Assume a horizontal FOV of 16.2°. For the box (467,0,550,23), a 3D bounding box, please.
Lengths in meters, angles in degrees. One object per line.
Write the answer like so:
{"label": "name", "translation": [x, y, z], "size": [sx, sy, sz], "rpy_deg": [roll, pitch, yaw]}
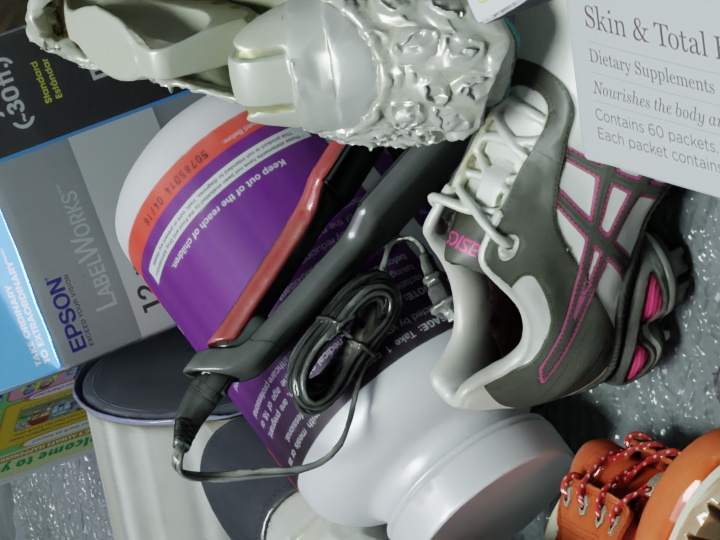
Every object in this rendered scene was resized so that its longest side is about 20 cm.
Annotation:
{"label": "box", "translation": [0.062, -0.194, 0.769], "size": [0.101, 0.112, 0.200], "rpy_deg": [-26, 86, 59]}

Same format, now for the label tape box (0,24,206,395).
{"label": "label tape box", "translation": [-0.134, -0.031, 1.088], "size": [0.066, 0.200, 0.144], "rpy_deg": [-14, 98, 58]}

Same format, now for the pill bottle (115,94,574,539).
{"label": "pill bottle", "translation": [-0.004, 0.022, 1.009], "size": [0.200, 0.112, 0.113], "rpy_deg": [53, 146, 23]}

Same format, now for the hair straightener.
{"label": "hair straightener", "translation": [0.000, 0.000, 0.933], "size": [0.077, 0.200, 0.041], "rpy_deg": [32, 168, 21]}

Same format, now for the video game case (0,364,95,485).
{"label": "video game case", "translation": [-0.168, 0.048, 1.191], "size": [0.022, 0.200, 0.182], "rpy_deg": [56, 147, 26]}

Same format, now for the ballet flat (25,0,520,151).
{"label": "ballet flat", "translation": [-0.040, -0.077, 0.885], "size": [0.200, 0.072, 0.072], "rpy_deg": [15, 123, 36]}

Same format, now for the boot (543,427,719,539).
{"label": "boot", "translation": [0.107, 0.094, 0.903], "size": [0.107, 0.075, 0.200], "rpy_deg": [59, 162, 26]}

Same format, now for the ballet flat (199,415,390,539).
{"label": "ballet flat", "translation": [0.016, 0.134, 1.042], "size": [0.200, 0.073, 0.073], "rpy_deg": [43, 148, -5]}

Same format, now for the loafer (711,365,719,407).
{"label": "loafer", "translation": [0.166, 0.023, 0.795], "size": [0.200, 0.063, 0.072], "rpy_deg": [-25, 89, 59]}

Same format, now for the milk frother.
{"label": "milk frother", "translation": [-0.107, 0.133, 1.158], "size": [0.180, 0.200, 0.189], "rpy_deg": [21, 127, 55]}

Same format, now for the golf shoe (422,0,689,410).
{"label": "golf shoe", "translation": [0.070, -0.037, 0.885], "size": [0.077, 0.088, 0.200], "rpy_deg": [33, 134, 45]}

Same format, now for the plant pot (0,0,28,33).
{"label": "plant pot", "translation": [-0.170, -0.055, 1.191], "size": [0.092, 0.201, 0.201], "rpy_deg": [2, 118, 12]}

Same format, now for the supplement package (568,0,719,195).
{"label": "supplement package", "translation": [0.147, -0.129, 0.628], "size": [0.152, 0.150, 0.200], "rpy_deg": [21, 126, 51]}
